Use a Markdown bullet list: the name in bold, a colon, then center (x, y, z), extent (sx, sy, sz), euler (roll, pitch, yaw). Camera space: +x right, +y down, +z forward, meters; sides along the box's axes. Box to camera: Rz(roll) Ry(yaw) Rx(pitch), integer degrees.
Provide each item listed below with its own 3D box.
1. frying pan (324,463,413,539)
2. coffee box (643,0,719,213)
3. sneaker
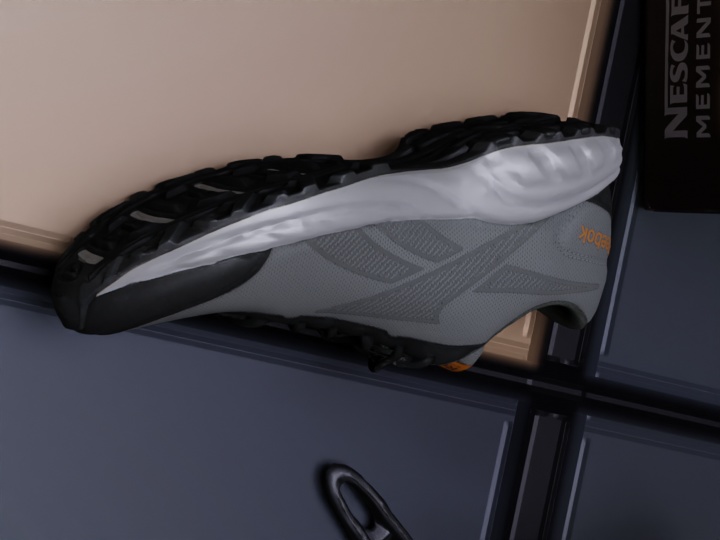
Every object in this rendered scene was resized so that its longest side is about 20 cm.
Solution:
- **frying pan**: center (0.061, 0.141, 0.747), extent (0.115, 0.031, 0.191), euler (-19, 104, -26)
- **coffee box**: center (0.182, -0.073, 0.698), extent (0.080, 0.200, 0.114), euler (-2, 93, -30)
- **sneaker**: center (0.000, 0.000, 0.681), extent (0.199, 0.074, 0.080), euler (-10, 103, -27)
